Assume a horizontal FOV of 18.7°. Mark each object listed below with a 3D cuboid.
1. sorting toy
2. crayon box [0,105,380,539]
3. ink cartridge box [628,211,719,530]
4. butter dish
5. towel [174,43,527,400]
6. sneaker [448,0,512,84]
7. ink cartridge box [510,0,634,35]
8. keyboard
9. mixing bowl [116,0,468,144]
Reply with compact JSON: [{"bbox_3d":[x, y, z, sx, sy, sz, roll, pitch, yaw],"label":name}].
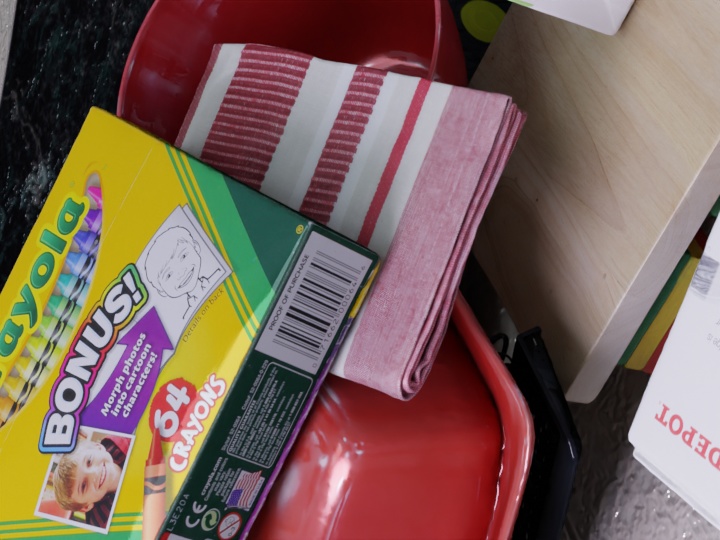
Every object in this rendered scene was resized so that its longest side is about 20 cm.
[{"bbox_3d":[0.135,-0.069,1.082,0.200,0.069,0.201,-62,33,27],"label":"sorting toy"},{"bbox_3d":[-0.104,0.046,1.019,0.172,0.058,0.201,28,91,42],"label":"crayon box"},{"bbox_3d":[0.210,0.019,0.905,0.146,0.082,0.202,42,115,57],"label":"ink cartridge box"},{"bbox_3d":[-0.018,0.101,1.059,0.200,0.146,0.202,-117,35,-54],"label":"butter dish"},{"bbox_3d":[-0.022,-0.030,1.038,0.199,0.023,0.145,17,81,42],"label":"towel"},{"bbox_3d":[0.059,-0.148,1.257,0.079,0.065,0.202,119,148,-49],"label":"sneaker"},{"bbox_3d":[0.055,-0.200,1.080,0.068,0.116,0.200,-63,33,20],"label":"ink cartridge box"},{"bbox_3d":[0.066,0.114,1.090,0.201,0.039,0.105,98,161,-46],"label":"keyboard"},{"bbox_3d":[-0.018,-0.084,1.143,0.199,0.108,0.202,-15,62,29],"label":"mixing bowl"}]
